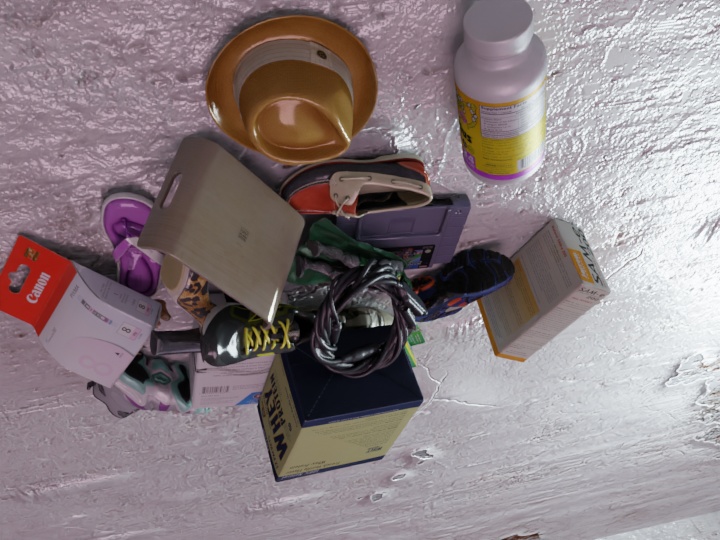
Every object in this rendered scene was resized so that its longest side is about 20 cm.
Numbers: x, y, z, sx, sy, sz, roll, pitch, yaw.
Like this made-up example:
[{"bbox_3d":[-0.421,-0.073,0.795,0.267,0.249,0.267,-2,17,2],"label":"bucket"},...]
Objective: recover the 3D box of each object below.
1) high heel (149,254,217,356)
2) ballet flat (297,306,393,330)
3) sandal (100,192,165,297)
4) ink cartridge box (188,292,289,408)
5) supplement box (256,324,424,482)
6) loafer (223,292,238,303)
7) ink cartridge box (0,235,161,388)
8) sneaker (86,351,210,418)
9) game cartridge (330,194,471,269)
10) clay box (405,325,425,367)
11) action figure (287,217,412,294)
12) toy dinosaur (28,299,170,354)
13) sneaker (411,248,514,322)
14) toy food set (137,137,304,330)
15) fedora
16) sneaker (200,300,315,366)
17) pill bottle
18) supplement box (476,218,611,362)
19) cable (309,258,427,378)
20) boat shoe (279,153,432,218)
[{"bbox_3d":[-0.188,0.023,0.928,0.140,0.071,0.204,-1,123,-39],"label":"high heel"},{"bbox_3d":[-0.020,0.087,1.130,0.194,0.071,0.070,1,141,-22],"label":"ballet flat"},{"bbox_3d":[-0.285,-0.020,0.922,0.080,0.051,0.205,-5,144,-12],"label":"sandal"},{"bbox_3d":[-0.191,0.127,1.115,0.140,0.086,0.202,-1,142,-19],"label":"ink cartridge box"},{"bbox_3d":[-0.039,0.206,1.107,0.195,0.137,0.202,-5,143,-25],"label":"supplement box"},{"bbox_3d":[-0.150,0.001,0.962,0.069,0.075,0.202,3,146,15],"label":"loafer"},{"bbox_3d":[-0.387,0.062,0.949,0.197,0.058,0.162,27,129,-26],"label":"ink cartridge box"},{"bbox_3d":[-0.355,0.206,1.179,0.139,0.079,0.199,-34,130,27],"label":"sneaker"},{"bbox_3d":[0.051,-0.050,1.017,0.194,0.039,0.132,-4,138,-14],"label":"game cartridge"},{"bbox_3d":[0.016,0.149,1.247,0.195,0.049,0.116,-20,144,8],"label":"clay box"},{"bbox_3d":[0.000,0.000,0.997,0.196,0.056,0.118,14,132,-38],"label":"action figure"},{"bbox_3d":[-0.353,0.065,1.022,0.194,0.061,0.108,-6,133,10],"label":"toy dinosaur"},{"bbox_3d":[0.153,0.027,1.130,0.196,0.077,0.078,-21,153,23],"label":"sneaker"},{"bbox_3d":[-0.156,-0.040,0.849,0.059,0.147,0.199,-6,146,41],"label":"toy food set"},{"bbox_3d":[-0.068,-0.173,0.771,0.194,0.083,0.203,-10,144,-7],"label":"fedora"},{"bbox_3d":[-0.126,0.075,0.921,0.082,0.077,0.199,3,-169,28],"label":"sneaker"},{"bbox_3d":[0.158,-0.198,0.800,0.101,0.106,0.202,-16,143,2],"label":"pill bottle"},{"bbox_3d":[0.281,0.035,1.126,0.072,0.129,0.200,14,136,-32],"label":"supplement box"},{"bbox_3d":[0.000,0.068,0.971,0.163,0.051,0.200,-42,141,7],"label":"cable"},{"bbox_3d":[-0.005,-0.099,0.908,0.194,0.064,0.072,-9,146,-5],"label":"boat shoe"}]
